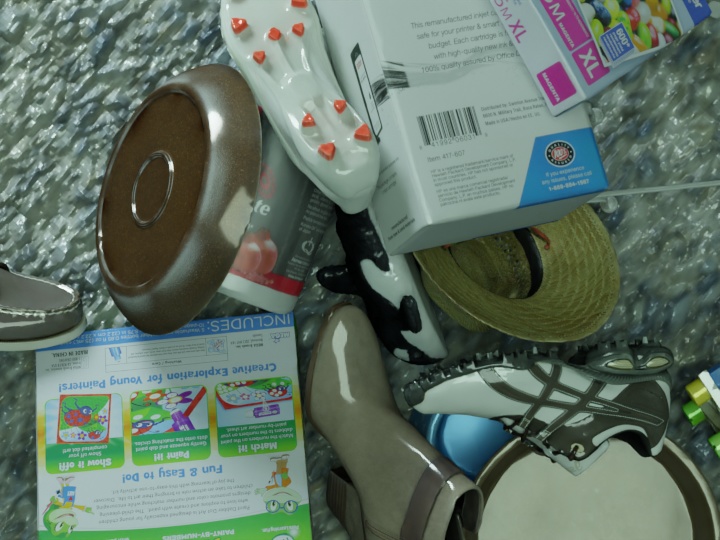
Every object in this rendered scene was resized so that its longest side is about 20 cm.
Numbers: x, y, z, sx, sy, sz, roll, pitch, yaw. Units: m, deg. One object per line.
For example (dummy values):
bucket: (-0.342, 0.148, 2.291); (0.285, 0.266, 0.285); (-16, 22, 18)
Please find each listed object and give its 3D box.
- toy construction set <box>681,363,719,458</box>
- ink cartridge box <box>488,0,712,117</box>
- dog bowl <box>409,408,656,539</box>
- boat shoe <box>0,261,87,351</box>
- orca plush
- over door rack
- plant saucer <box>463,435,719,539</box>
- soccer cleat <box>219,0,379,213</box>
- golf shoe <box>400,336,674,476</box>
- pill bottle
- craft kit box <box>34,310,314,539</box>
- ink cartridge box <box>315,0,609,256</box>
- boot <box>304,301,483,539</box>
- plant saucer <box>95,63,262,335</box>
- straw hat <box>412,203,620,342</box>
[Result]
toy construction set: (0.305, 0.151, 1.416); (0.092, 0.131, 0.201); (-18, 94, -1)
ink cartridge box: (0.172, -0.201, 1.333); (0.200, 0.042, 0.120); (-35, 96, -43)
dog bowl: (0.134, 0.142, 1.450); (0.199, 0.050, 0.112); (20, 92, -3)
boat shoe: (-0.301, 0.013, 1.411); (0.199, 0.072, 0.060); (8, 117, 2)
orca plush: (0.000, 0.000, 1.398); (0.071, 0.200, 0.106); (-19, 50, 8)
over door rack: (0.211, -0.123, 1.430); (0.199, 0.067, 0.149); (-8, 86, -15)
plant saucer: (0.169, 0.204, 1.416); (0.199, 0.029, 0.201); (0, 93, -2)
soccer cleat: (-0.045, -0.125, 1.316); (0.069, 0.078, 0.201); (-22, 61, -11)
golf shoe: (0.130, 0.100, 1.353); (0.199, 0.078, 0.095); (-4, 86, -10)
pill bottle: (-0.065, -0.079, 1.400); (0.110, 0.111, 0.201); (22, 92, -3)
craft kit box: (-0.136, 0.134, 1.396); (0.199, 0.049, 0.198); (-5, 60, 0)
ink cartridge box: (0.068, -0.127, 1.325); (0.145, 0.084, 0.201); (-11, 79, -22)
boot: (0.030, 0.136, 1.387); (0.070, 0.146, 0.201); (-21, 120, -33)
plant saucer: (-0.138, -0.055, 1.361); (0.032, 0.200, 0.201); (15, 93, -35)
straw hat: (0.089, -0.007, 1.417); (0.201, 0.201, 0.085); (34, 133, -4)
